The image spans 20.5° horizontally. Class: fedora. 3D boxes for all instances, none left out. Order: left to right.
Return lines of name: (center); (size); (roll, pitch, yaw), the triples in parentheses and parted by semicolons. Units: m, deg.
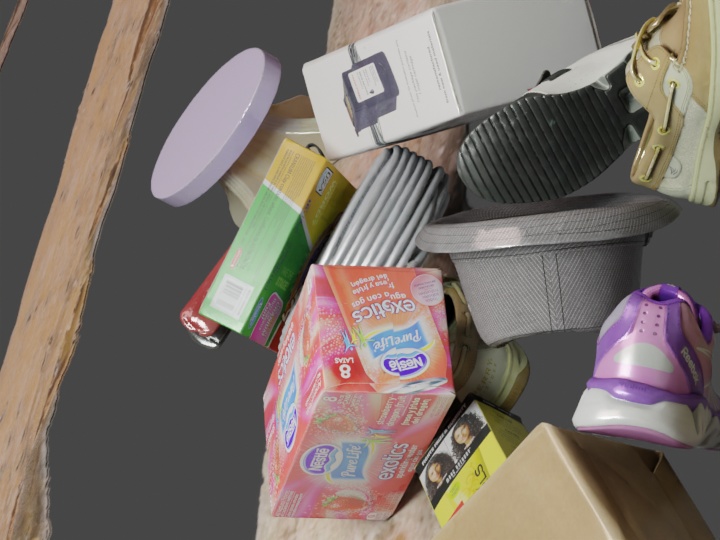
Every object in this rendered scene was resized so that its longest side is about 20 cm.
fedora: (0.126, 0.003, 1.308); (0.200, 0.175, 0.091); (-111, 14, -86)

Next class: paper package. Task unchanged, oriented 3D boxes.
paper package: (0.111, 0.217, 1.089); (0.200, 0.103, 0.191); (-50, 47, 24)

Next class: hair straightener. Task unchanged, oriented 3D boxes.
hair straightener: (-0.084, -0.020, 1.682); (0.201, 0.041, 0.077); (-60, -14, -17)

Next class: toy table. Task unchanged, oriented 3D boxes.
toy table: (-0.097, -0.109, 1.850); (0.200, 0.117, 0.185); (-26, 43, 53)

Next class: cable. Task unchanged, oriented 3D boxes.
cable: (0.000, 0.000, 1.543); (0.200, 0.069, 0.201); (-58, 5, 49)

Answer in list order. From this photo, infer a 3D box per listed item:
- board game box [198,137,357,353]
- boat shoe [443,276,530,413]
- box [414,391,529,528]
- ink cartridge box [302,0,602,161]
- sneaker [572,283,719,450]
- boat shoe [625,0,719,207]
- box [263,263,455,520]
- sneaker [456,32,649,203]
board game box: (-0.056, -0.012, 1.627); (0.154, 0.040, 0.200); (-64, -14, -3)
boat shoe: (0.060, 0.046, 1.454); (0.073, 0.063, 0.201); (-57, 24, 12)
box: (0.095, 0.164, 1.286); (0.075, 0.050, 0.200); (-54, 26, 16)
ink cartridge box: (0.068, -0.154, 1.531); (0.200, 0.144, 0.085); (-13, 94, 59)
sneaker: (0.171, 0.054, 1.121); (0.200, 0.080, 0.089); (22, -105, -75)
boat shoe: (0.196, -0.119, 1.230); (0.074, 0.066, 0.201); (-73, -16, -45)
box: (-0.005, 0.090, 1.402); (0.200, 0.094, 0.103); (113, 156, -57)
sneaker: (0.154, -0.108, 1.374); (0.199, 0.075, 0.089); (-26, 12, -4)
